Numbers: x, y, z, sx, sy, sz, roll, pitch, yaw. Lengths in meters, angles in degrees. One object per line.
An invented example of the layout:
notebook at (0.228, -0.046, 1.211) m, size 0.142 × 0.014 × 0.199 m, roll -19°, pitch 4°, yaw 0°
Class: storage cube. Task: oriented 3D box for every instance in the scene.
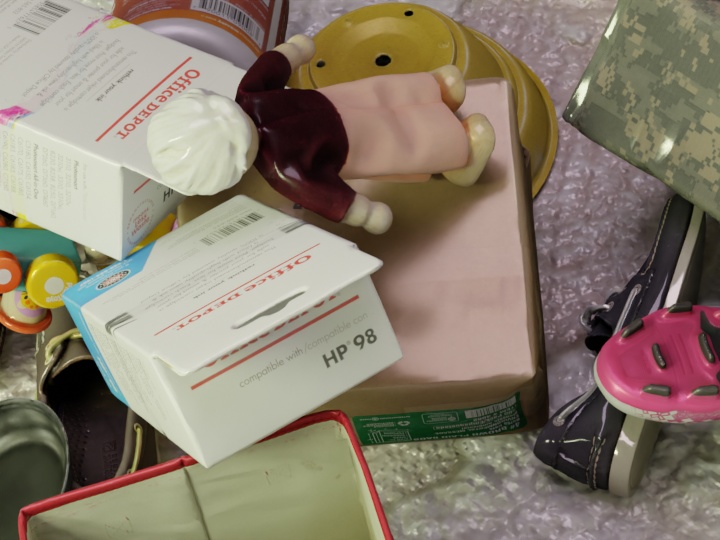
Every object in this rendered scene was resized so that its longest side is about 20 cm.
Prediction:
storage cube at (-0.051, 0.206, 1.173) m, size 0.170 × 0.180 × 0.200 m, roll -18°, pitch 49°, yaw -3°

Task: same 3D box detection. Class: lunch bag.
lunch bag at (0.246, -0.089, 1.370) m, size 0.164 × 0.118 × 0.200 m, roll 37°, pitch 22°, yaw 32°

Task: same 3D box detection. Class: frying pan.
frying pan at (-0.218, 0.158, 1.313) m, size 0.115 × 0.031 × 0.190 m, roll 19°, pitch 77°, yaw 45°

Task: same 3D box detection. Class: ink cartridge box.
ink cartridge box at (-0.060, 0.031, 1.187) m, size 0.116 × 0.067 × 0.200 m, roll -29°, pitch 20°, yaw -15°
ink cartridge box at (-0.146, -0.078, 1.289) m, size 0.200 × 0.068 × 0.115 m, roll 23°, pitch 43°, yaw 19°

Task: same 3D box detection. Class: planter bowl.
planter bowl at (0.019, -0.105, 1.481) m, size 0.200 × 0.084 × 0.201 m, roll -6°, pitch 50°, yaw 7°

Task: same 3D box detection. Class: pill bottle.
pill bottle at (-0.102, -0.150, 1.508) m, size 0.112 × 0.112 × 0.200 m, roll -5°, pitch 33°, yaw 7°

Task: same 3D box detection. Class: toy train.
toy train at (-0.185, -0.019, 1.417) m, size 0.150 × 0.056 × 0.200 m, roll 24°, pitch 27°, yaw 27°

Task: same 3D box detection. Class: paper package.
paper package at (0.000, 0.000, 1.353) m, size 0.199 × 0.103 × 0.191 m, roll -6°, pitch 71°, yaw 7°

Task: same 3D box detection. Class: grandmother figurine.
grandmother figurine at (-0.021, -0.067, 1.232) m, size 0.200 × 0.061 × 0.121 m, roll -5°, pitch 47°, yaw -40°

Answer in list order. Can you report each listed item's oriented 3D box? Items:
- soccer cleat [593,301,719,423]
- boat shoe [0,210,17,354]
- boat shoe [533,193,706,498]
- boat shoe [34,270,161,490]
soccer cleat at (0.216, 0.053, 1.297) m, size 0.199 × 0.086 × 0.070 m, roll -14°, pitch 57°, yaw -17°
boat shoe at (-0.235, -0.017, 1.466) m, size 0.070 × 0.070 × 0.200 m, roll -15°, pitch 49°, yaw 4°
boat shoe at (0.150, 0.032, 1.348) m, size 0.063 × 0.073 × 0.200 m, roll 12°, pitch 59°, yaw 16°
boat shoe at (-0.155, 0.070, 1.385) m, size 0.072 × 0.060 × 0.200 m, roll -14°, pitch 49°, yaw 0°
